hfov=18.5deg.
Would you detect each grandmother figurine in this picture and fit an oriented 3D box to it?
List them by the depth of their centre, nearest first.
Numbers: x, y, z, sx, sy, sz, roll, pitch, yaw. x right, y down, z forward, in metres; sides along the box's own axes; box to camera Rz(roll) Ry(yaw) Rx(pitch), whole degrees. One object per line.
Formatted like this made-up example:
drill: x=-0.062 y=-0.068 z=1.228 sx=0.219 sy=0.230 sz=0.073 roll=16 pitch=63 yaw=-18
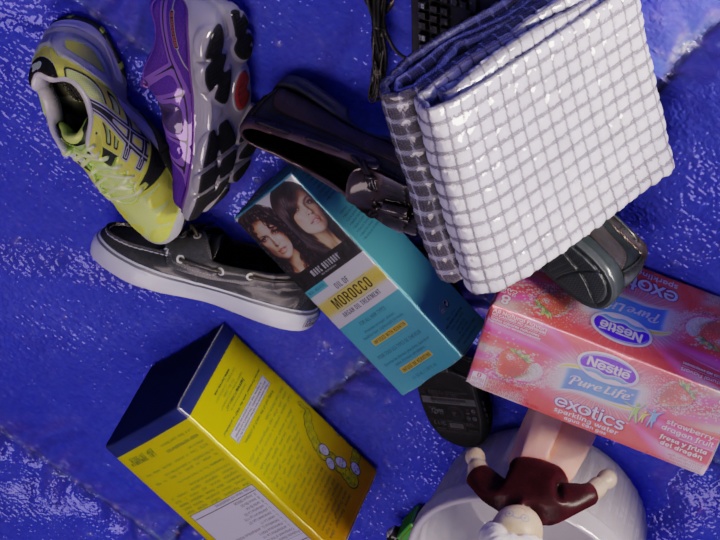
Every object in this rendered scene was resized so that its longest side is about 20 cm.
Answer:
grandmother figurine: x=0.138 y=0.160 z=1.740 sx=0.121 sy=0.200 sz=0.061 roll=0 pitch=131 yaw=24

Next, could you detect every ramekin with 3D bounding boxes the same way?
ramekin: x=0.149 y=0.225 z=1.865 sx=0.199 sy=0.105 sz=0.201 roll=13 pitch=135 yaw=14

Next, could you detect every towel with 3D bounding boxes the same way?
towel: x=0.114 y=-0.102 z=1.524 sx=0.085 sy=0.200 sz=0.166 roll=23 pitch=140 yaw=47

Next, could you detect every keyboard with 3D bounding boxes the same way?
keyboard: x=0.048 y=-0.144 z=1.595 sx=0.127 sy=0.021 sz=0.201 roll=25 pitch=132 yaw=33

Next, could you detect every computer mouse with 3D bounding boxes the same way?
computer mouse: x=0.072 y=0.061 z=1.807 sx=0.058 sy=0.034 sz=0.201 roll=7 pitch=127 yaw=28

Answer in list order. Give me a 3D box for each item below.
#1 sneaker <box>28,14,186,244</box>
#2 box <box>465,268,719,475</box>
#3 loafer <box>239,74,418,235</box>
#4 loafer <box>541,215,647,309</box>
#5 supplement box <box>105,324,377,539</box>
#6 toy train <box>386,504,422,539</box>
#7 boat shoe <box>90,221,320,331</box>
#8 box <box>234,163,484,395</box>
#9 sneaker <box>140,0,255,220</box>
sneaker: x=-0.206 y=-0.099 z=1.739 sx=0.075 sy=0.076 sz=0.200 roll=-13 pitch=118 yaw=34
box: x=0.194 y=0.061 z=1.694 sx=0.199 sy=0.103 sz=0.095 roll=22 pitch=136 yaw=6
loafer: x=-0.005 y=-0.071 z=1.643 sx=0.200 sy=0.063 sz=0.072 roll=36 pitch=148 yaw=26
loafer: x=0.131 y=-0.060 z=1.643 sx=0.200 sy=0.063 sz=0.072 roll=47 pitch=146 yaw=5
supplement box: x=-0.102 y=0.164 z=1.921 sx=0.200 sy=0.110 sz=0.109 roll=45 pitch=133 yaw=-17
toy train: x=0.113 y=0.280 z=1.981 sx=0.200 sy=0.042 sz=0.056 roll=34 pitch=125 yaw=-8
boat shoe: x=-0.123 y=-0.009 z=1.810 sx=0.199 sy=0.069 sz=0.057 roll=18 pitch=116 yaw=7
box: x=0.000 y=0.000 z=1.746 sx=0.200 sy=0.049 sz=0.082 roll=46 pitch=133 yaw=-9
sneaker: x=-0.129 y=-0.132 z=1.701 sx=0.083 sy=0.081 sz=0.201 roll=24 pitch=131 yaw=26
